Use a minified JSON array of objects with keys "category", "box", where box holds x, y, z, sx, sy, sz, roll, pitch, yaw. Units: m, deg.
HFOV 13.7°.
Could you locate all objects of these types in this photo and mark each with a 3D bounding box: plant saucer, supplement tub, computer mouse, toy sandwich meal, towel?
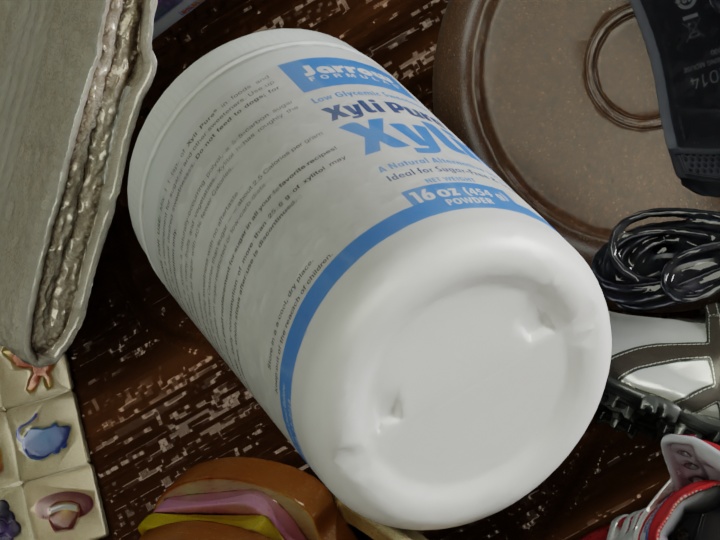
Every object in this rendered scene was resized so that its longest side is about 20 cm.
[{"category":"plant saucer","box":[0.122,-0.084,1.254,0.199,0.034,0.202,-2,82,17]},{"category":"supplement tub","box":[0.000,0.000,1.183,0.132,0.132,0.200,-50,38,6]},{"category":"computer mouse","box":[0.152,-0.084,1.196,0.138,0.053,0.201,-12,74,23]},{"category":"toy sandwich meal","box":[-0.010,0.166,1.188,0.070,0.206,0.205,-35,71,-32]},{"category":"towel","box":[-0.137,-0.071,1.279,0.132,0.034,0.201,27,103,56]}]

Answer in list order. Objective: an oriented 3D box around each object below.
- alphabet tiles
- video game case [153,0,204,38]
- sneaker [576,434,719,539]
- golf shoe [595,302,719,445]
[{"category":"alphabet tiles","box":[-0.203,0.076,1.344,0.165,0.006,0.201,-17,79,13]},{"category":"video game case","box":[-0.084,-0.190,1.300,0.200,0.018,0.144,-33,75,31]},{"category":"sneaker","box":[0.116,0.112,1.153,0.199,0.112,0.072,-9,63,49]},{"category":"golf shoe","box":[0.159,0.036,1.213,0.199,0.078,0.095,20,84,8]}]
